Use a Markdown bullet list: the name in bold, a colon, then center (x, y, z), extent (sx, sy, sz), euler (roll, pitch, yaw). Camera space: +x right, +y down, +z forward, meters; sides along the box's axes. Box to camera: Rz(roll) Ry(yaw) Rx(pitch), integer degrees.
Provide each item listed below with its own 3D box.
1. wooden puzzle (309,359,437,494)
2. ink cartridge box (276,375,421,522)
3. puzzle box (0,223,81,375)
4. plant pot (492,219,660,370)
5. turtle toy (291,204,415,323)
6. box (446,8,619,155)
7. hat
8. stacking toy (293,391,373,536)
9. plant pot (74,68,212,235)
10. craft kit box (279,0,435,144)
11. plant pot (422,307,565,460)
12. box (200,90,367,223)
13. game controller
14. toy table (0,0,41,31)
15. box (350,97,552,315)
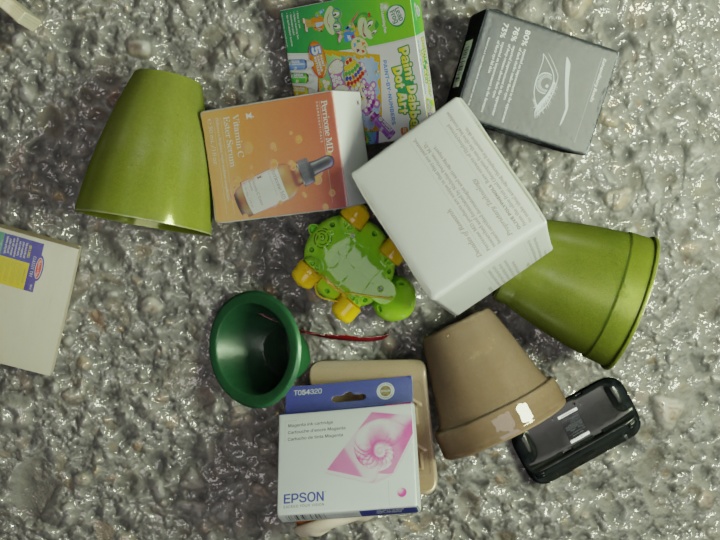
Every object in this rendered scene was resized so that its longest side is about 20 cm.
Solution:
- **wooden puzzle**: center (0.022, 0.233, 1.400), extent (0.183, 0.046, 0.203), euler (-3, 99, 18)
- **ink cartridge box**: center (-0.018, 0.242, 1.293), extent (0.194, 0.043, 0.202), euler (-7, 62, 8)
- **puzzle box**: center (-0.495, 0.043, 1.355), extent (0.131, 0.025, 0.202), euler (16, 100, -7)
- **plant pot**: center (0.298, 0.012, 1.329), extent (0.191, 0.200, 0.203), euler (21, 100, 4)
- **turtle toy**: center (0.000, 0.000, 1.337), extent (0.200, 0.101, 0.146), euler (41, 92, -8)
- **box**: center (0.234, -0.259, 1.287), extent (0.198, 0.104, 0.150), euler (17, 97, -8)
- **hat**: center (-0.102, 0.122, 1.402), extent (0.199, 0.175, 0.167), euler (28, 103, 31)
- **stacking toy**: center (-0.052, 0.277, 1.356), extent (0.144, 0.146, 0.202), euler (-18, 77, 0)
- **plant pot**: center (-0.279, -0.163, 1.262), extent (0.185, 0.187, 0.203), euler (9, 87, -6)
- **craft kit box**: center (-0.002, -0.273, 1.270), extent (0.195, 0.048, 0.203), euler (-5, 104, 22)
- **plant pot**: center (0.176, 0.156, 1.358), extent (0.198, 0.200, 0.176), euler (-26, 84, 2)
- **box**: center (-0.097, -0.153, 1.250), extent (0.197, 0.106, 0.154), euler (-6, 97, 21)
- **game controller**: center (0.339, 0.252, 1.454), extent (0.198, 0.042, 0.105), euler (-29, 88, 2)
- **toy table**: center (-0.501, -0.375, 1.200), extent (0.117, 0.184, 0.200), euler (42, 106, 6)
- **box**: center (0.124, -0.074, 1.197), extent (0.170, 0.199, 0.201), euler (-35, 76, 7)
